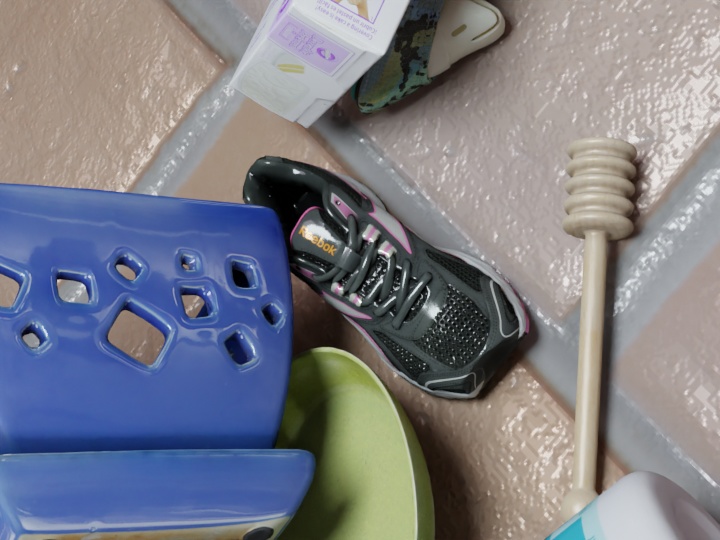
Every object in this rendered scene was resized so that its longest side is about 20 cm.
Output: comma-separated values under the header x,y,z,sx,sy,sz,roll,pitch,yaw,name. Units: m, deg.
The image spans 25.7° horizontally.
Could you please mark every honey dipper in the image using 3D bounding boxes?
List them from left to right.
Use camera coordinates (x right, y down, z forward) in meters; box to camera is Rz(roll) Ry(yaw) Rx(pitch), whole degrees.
x,y,z,sx,sy,sz,roll,pitch,yaw,name
0.118,0.032,0.802,0.038,0.038,0.202,-6,71,35,honey dipper

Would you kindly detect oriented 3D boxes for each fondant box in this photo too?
x,y,z,sx,sy,sz,roll,pitch,yaw,name
0.006,-0.194,0.890,0.201,0.058,0.144,-67,12,-17,fondant box

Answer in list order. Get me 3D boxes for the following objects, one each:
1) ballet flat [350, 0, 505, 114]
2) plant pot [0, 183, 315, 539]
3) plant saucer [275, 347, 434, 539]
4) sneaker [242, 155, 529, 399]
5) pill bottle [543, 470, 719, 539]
x,y,z,sx,sy,sz,roll,pitch,yaw,name
0.064,-0.171,0.905,0.074,0.074,0.201,29,95,40,ballet flat
-0.144,0.087,0.830,0.200,0.199,0.181,-52,44,45,plant pot
-0.017,0.142,0.829,0.200,0.031,0.202,-20,65,53,plant saucer
0.000,0.000,0.869,0.200,0.086,0.081,33,95,39,sneaker
0.087,0.190,0.715,0.200,0.111,0.111,-42,53,16,pill bottle
